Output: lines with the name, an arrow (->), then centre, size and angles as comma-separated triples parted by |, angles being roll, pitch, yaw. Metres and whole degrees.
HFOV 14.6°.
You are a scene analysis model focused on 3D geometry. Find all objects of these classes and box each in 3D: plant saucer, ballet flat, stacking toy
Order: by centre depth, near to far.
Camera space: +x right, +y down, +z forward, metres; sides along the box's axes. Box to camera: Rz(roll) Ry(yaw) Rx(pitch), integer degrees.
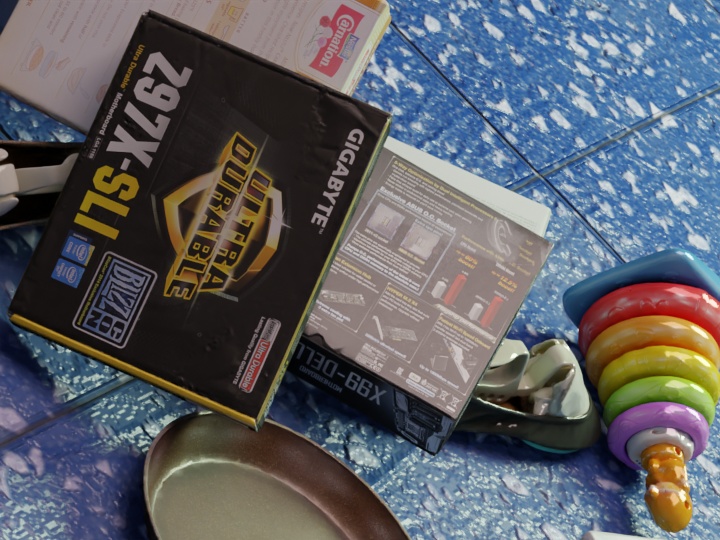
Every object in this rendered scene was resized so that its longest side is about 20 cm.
plant saucer -> -0.046, 0.165, 1.601 | 0.200, 0.032, 0.200 | 28, 33, -20
ballet flat -> -0.214, -0.053, 1.649 | 0.200, 0.067, 0.068 | -12, 95, -53
ballet flat -> 0.103, 0.079, 1.844 | 0.200, 0.068, 0.068 | 8, 42, -43
stacking toy -> 0.206, 0.096, 1.924 | 0.116, 0.110, 0.200 | 42, 36, -40

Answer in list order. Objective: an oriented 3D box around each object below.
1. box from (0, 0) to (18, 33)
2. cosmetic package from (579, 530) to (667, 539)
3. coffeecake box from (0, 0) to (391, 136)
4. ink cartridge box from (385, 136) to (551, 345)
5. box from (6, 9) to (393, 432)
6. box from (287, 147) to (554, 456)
box -> -0.135, -0.216, 1.835 | 0.198, 0.200, 0.123 | 29, 31, -19
cosmetic package -> 0.206, 0.275, 1.646 | 0.199, 0.123, 0.200 | 11, 39, -40
coffeecake box -> -0.104, -0.135, 1.699 | 0.200, 0.154, 0.073 | 28, -2, 4
ink cartridge box -> 0.017, -0.023, 1.867 | 0.200, 0.044, 0.174 | 24, 37, -1
box -> -0.092, -0.029, 1.624 | 0.159, 0.200, 0.049 | 24, -8, 4
box -> 0.000, 0.000, 1.758 | 0.200, 0.050, 0.158 | 29, 55, 2
